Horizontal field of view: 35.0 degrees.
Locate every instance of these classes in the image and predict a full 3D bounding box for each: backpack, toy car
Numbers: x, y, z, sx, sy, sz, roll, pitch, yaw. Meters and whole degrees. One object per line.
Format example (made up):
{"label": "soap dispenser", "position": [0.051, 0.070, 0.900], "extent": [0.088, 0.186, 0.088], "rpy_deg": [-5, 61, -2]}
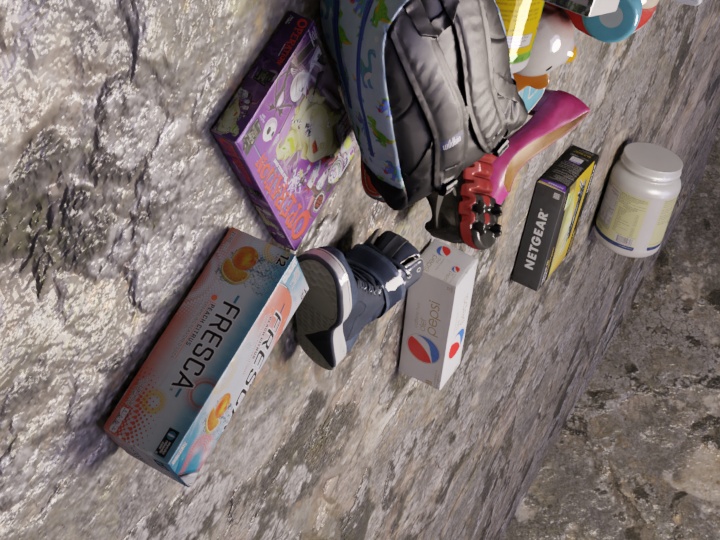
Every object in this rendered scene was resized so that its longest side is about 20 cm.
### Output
{"label": "backpack", "position": [0.048, -0.178, 0.951], "extent": [0.163, 0.154, 0.200], "rpy_deg": [-36, 154, -9]}
{"label": "toy car", "position": [0.222, -0.279, 1.287], "extent": [0.201, 0.176, 0.185], "rpy_deg": [-64, 176, 38]}

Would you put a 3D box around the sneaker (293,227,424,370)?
{"label": "sneaker", "position": [-0.001, -0.001, 1.128], "extent": [0.146, 0.077, 0.203], "rpy_deg": [-44, 163, -21]}

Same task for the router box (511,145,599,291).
{"label": "router box", "position": [0.327, -0.088, 1.917], "extent": [0.157, 0.052, 0.202], "rpy_deg": [-42, 150, -47]}

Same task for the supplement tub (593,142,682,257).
{"label": "supplement tub", "position": [0.570, -0.144, 2.335], "extent": [0.145, 0.144, 0.202], "rpy_deg": [-40, 148, -50]}

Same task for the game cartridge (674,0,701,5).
{"label": "game cartridge", "position": [0.340, -0.404, 1.365], "extent": [0.134, 0.199, 0.041], "rpy_deg": [-62, 157, -7]}

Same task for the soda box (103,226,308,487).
{"label": "soda box", "position": [-0.122, 0.068, 0.932], "extent": [0.201, 0.068, 0.064], "rpy_deg": [-59, 159, -19]}

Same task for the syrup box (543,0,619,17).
{"label": "syrup box", "position": [0.128, -0.286, 0.961], "extent": [0.081, 0.199, 0.079], "rpy_deg": [-28, 139, -57]}

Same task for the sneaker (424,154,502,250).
{"label": "sneaker", "position": [0.111, -0.124, 1.307], "extent": [0.071, 0.097, 0.203], "rpy_deg": [9, 83, -57]}

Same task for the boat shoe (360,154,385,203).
{"label": "boat shoe", "position": [0.037, -0.160, 1.069], "extent": [0.062, 0.071, 0.202], "rpy_deg": [-12, 122, -62]}

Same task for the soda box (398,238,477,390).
{"label": "soda box", "position": [0.100, 0.061, 1.490], "extent": [0.064, 0.068, 0.201], "rpy_deg": [-48, 154, -39]}

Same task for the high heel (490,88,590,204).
{"label": "high heel", "position": [0.228, -0.148, 1.531], "extent": [0.202, 0.095, 0.067], "rpy_deg": [-65, 160, -1]}

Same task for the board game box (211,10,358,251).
{"label": "board game box", "position": [-0.057, -0.110, 0.958], "extent": [0.121, 0.032, 0.200], "rpy_deg": [-56, 159, -13]}

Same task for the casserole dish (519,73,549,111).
{"label": "casserole dish", "position": [0.210, -0.268, 1.433], "extent": [0.121, 0.039, 0.201], "rpy_deg": [-48, 155, -39]}

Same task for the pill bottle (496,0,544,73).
{"label": "pill bottle", "position": [0.130, -0.299, 1.084], "extent": [0.111, 0.110, 0.202], "rpy_deg": [-38, 147, -51]}
